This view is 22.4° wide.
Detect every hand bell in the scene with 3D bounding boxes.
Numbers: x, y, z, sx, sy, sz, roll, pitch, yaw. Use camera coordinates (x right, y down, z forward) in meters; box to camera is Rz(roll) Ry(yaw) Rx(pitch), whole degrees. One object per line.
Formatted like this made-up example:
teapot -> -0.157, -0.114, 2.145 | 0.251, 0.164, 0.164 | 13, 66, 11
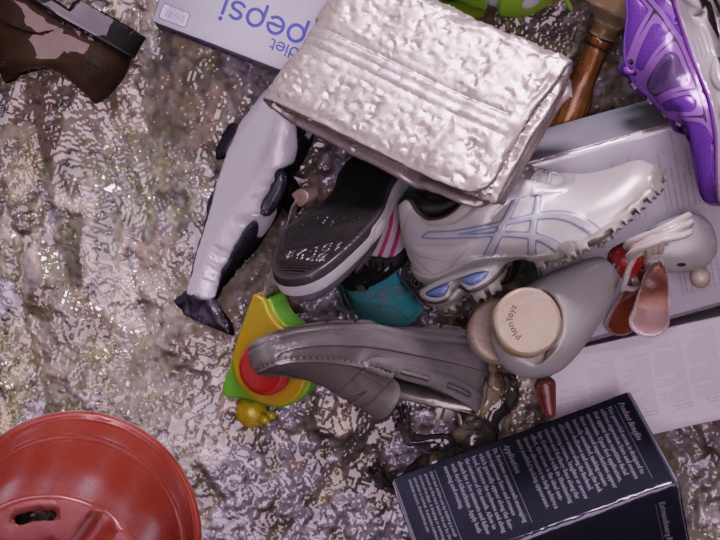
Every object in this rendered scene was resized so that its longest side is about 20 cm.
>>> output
hand bell -> 0.181, -0.171, 1.415 | 0.103, 0.104, 0.201 | 23, 107, -4

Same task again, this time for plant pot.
plant pot -> -0.223, 0.221, 1.364 | 0.199, 0.195, 0.203 | 0, 95, -2

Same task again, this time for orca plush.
orca plush -> -0.070, -0.046, 1.411 | 0.071, 0.105, 0.202 | 14, 92, -35

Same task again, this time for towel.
towel -> 0.044, -0.133, 1.320 | 0.199, 0.035, 0.133 | 28, 74, 19

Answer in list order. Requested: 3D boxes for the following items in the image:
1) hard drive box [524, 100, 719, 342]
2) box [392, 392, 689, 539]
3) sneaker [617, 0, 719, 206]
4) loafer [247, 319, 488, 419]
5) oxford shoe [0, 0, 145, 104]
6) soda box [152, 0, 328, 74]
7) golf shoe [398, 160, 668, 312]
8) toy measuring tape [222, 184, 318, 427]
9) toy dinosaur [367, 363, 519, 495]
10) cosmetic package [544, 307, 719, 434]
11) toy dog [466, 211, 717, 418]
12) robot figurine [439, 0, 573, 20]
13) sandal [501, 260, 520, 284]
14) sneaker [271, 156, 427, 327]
hard drive box -> 0.222, -0.045, 1.402 | 0.198, 0.077, 0.157 | -15, 111, -2
box -> 0.144, 0.208, 1.393 | 0.199, 0.107, 0.149 | -19, 130, -2
sneaker -> 0.233, -0.137, 1.324 | 0.083, 0.080, 0.201 | -21, 76, 25
loafer -> 0.010, 0.076, 1.370 | 0.199, 0.070, 0.070 | 3, 75, -26
oxford shoe -> -0.271, -0.190, 1.386 | 0.199, 0.073, 0.085 | 28, 95, -5
soda box -> -0.056, -0.183, 1.398 | 0.199, 0.068, 0.064 | 20, 92, -5
golf shoe -> 0.119, -0.049, 1.312 | 0.199, 0.078, 0.098 | -24, 101, 14
toy measuring tape -> -0.050, 0.037, 1.406 | 0.073, 0.074, 0.201 | 19, 109, -4
toy dinosaur -> 0.059, 0.154, 1.448 | 0.088, 0.047, 0.201 | 21, 97, -11
cosmetic package -> 0.241, 0.083, 1.445 | 0.198, 0.051, 0.083 | -12, 94, -1
toy dog -> 0.176, 0.037, 1.330 | 0.199, 0.132, 0.097 | -24, 89, 12
robot figurine -> 0.080, -0.262, 1.367 | 0.199, 0.116, 0.176 | 21, 131, 3
sandal -> 0.073, -0.080, 1.403 | 0.054, 0.082, 0.201 | -18, 108, -16
sneaker -> 0.000, 0.000, 1.373 | 0.083, 0.200, 0.122 | -1, 119, 28
